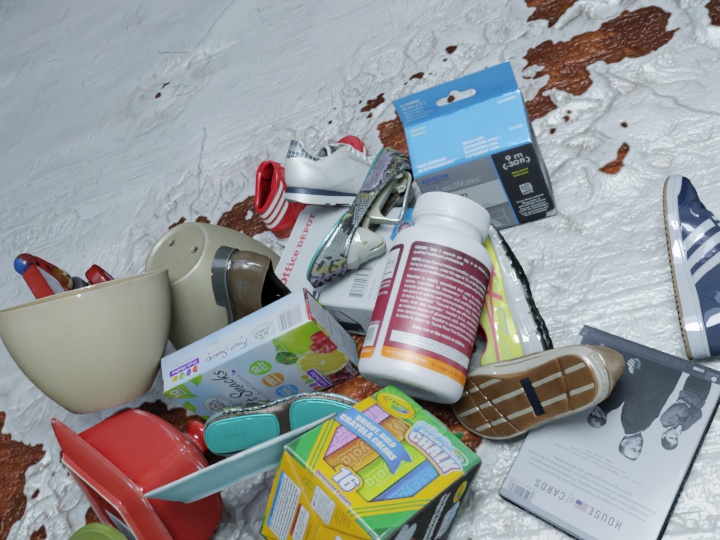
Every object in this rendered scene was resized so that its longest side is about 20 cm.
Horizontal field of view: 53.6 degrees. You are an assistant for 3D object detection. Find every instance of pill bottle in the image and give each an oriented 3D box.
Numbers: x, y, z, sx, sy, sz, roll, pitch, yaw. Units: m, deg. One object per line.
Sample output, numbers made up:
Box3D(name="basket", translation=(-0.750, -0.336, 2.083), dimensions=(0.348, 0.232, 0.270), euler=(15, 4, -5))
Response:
Box3D(name="pill bottle", translation=(0.075, 0.027, 0.750), dimensions=(0.111, 0.113, 0.203), euler=(6, 71, 33))

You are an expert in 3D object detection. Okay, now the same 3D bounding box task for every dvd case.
Box3D(name="dvd case", translation=(0.243, 0.163, 0.689), dimensions=(0.149, 0.025, 0.202), euler=(20, 71, 38))

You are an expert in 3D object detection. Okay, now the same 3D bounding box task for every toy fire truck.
Box3D(name="toy fire truck", translation=(-0.440, 0.041, 1.077), dimensions=(0.112, 0.168, 0.199), euler=(-46, 48, -7))

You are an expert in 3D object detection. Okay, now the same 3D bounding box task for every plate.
Box3D(name="plate", translation=(-0.110, 0.187, 0.691), dimensions=(0.198, 0.200, 0.026), euler=(-26, 80, 12))

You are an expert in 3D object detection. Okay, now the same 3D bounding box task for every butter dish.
Box3D(name="butter dish", translation=(-0.231, 0.237, 0.831), dimensions=(0.198, 0.202, 0.148), euler=(17, 44, 38))

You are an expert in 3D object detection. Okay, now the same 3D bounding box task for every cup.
Box3D(name="cup", translation=(-0.213, 0.017, 0.979), dimensions=(0.197, 0.144, 0.203), euler=(-16, 51, 21))

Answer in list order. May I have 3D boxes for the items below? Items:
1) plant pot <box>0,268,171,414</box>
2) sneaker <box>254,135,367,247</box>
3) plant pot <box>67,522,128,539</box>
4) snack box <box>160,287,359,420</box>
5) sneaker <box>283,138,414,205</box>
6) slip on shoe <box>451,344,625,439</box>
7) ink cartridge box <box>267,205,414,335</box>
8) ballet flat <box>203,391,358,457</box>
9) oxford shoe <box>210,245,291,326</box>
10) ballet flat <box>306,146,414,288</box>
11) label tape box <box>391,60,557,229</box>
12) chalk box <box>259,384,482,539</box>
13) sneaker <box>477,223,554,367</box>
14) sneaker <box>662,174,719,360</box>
Box3D(name="plant pot", translation=(-0.308, 0.088, 0.836), dimensions=(0.197, 0.200, 0.137), euler=(-11, 95, 23))
Box3D(name="sneaker", translation=(-0.074, -0.140, 1.027), dimensions=(0.078, 0.116, 0.201), euler=(22, 71, 39))
Box3D(name="plant pot", translation=(-0.343, 0.377, 0.720), dimensions=(0.198, 0.189, 0.204), euler=(-6, 80, 36))
Box3D(name="snack box", translation=(-0.115, 0.114, 0.853), dimensions=(0.198, 0.143, 0.054), euler=(-25, 49, 11))
Box3D(name="sneaker", translation=(-0.008, -0.126, 0.937), dimensions=(0.076, 0.197, 0.082), euler=(6, 96, 53))
Box3D(name="slip on shoe", translation=(0.172, 0.116, 0.713), dimensions=(0.199, 0.060, 0.077), euler=(-36, 75, 49))
Box3D(name="ink cartridge box", translation=(0.000, 0.000, 0.906), dimensions=(0.197, 0.084, 0.147), euler=(5, 61, 33))
Box3D(name="ballet flat", translation=(-0.083, 0.175, 0.835), dimensions=(0.196, 0.075, 0.075), euler=(-2, 54, 1))
Box3D(name="oxford shoe", translation=(-0.119, 0.058, 0.868), dimensions=(0.083, 0.202, 0.073), euler=(5, 50, 12))
Box3D(name="ballet flat", translation=(0.011, -0.058, 0.842), dimensions=(0.071, 0.072, 0.202), euler=(17, 68, 37))
Box3D(name="label tape box", translation=(0.137, -0.129, 0.839), dimensions=(0.142, 0.200, 0.064), euler=(-14, 51, 21))
Box3D(name="chalk box", translation=(0.024, 0.205, 0.680), dimensions=(0.123, 0.126, 0.199), euler=(36, 34, 28))
Box3D(name="sneaker", translation=(0.147, 0.031, 0.806), dimensions=(0.089, 0.078, 0.202), euler=(-27, 46, 20))
Box3D(name="sneaker", translation=(0.367, -0.014, 0.709), dimensions=(0.107, 0.070, 0.203), euler=(-12, 60, 29))
